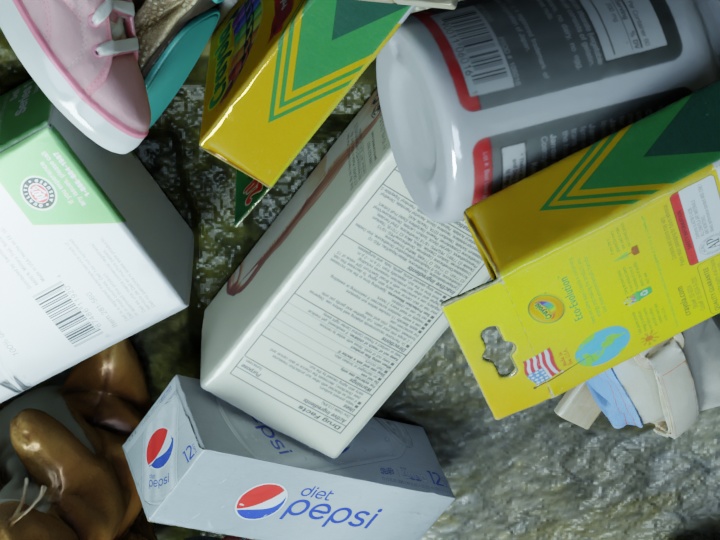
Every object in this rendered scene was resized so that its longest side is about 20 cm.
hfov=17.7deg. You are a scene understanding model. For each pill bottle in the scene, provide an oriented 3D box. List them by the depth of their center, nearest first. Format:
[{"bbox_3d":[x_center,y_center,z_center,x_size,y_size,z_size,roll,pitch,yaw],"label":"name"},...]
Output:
[{"bbox_3d":[0.119,-0.103,1.240,0.199,0.114,0.114,-15,125,-14],"label":"pill bottle"}]

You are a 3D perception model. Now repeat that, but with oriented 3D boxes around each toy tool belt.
[{"bbox_3d":[0.139,0.022,1.356,0.123,0.125,0.200,-23,136,16],"label":"toy tool belt"}]

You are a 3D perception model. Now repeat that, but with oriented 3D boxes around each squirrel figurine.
[{"bbox_3d":[-0.186,0.172,1.412,0.141,0.187,0.200,-13,123,7],"label":"squirrel figurine"}]

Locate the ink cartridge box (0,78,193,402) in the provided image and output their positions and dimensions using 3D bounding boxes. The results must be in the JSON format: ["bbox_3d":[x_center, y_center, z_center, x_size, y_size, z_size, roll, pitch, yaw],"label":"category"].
[{"bbox_3d":[-0.220,-0.008,1.354,0.200,0.084,0.146,-26,120,15],"label":"ink cartridge box"}]

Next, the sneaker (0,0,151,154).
[{"bbox_3d":[-0.145,-0.168,1.226,0.105,0.075,0.201,-30,90,15],"label":"sneaker"}]

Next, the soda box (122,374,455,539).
[{"bbox_3d":[-0.042,0.124,1.418,0.200,0.064,0.068,14,126,-37],"label":"soda box"}]

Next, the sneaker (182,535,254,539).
[{"bbox_3d":[-0.087,0.207,1.450,0.087,0.200,0.074,-44,76,35],"label":"sneaker"}]

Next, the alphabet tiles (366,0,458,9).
[{"bbox_3d":[-0.022,-0.217,1.174,0.200,0.168,0.008,8,165,26],"label":"alphabet tiles"}]

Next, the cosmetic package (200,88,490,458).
[{"bbox_3d":[0.000,0.000,1.363,0.103,0.087,0.200,30,117,-21],"label":"cosmetic package"}]

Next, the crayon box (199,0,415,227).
[{"bbox_3d":[-0.029,-0.134,1.250,0.051,0.127,0.200,30,117,-19],"label":"crayon box"}]

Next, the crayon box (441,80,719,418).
[{"bbox_3d":[0.137,-0.011,1.210,0.200,0.051,0.127,-27,143,0],"label":"crayon box"}]

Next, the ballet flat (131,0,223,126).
[{"bbox_3d":[-0.101,-0.160,1.280,0.065,0.071,0.200,41,114,6],"label":"ballet flat"}]
